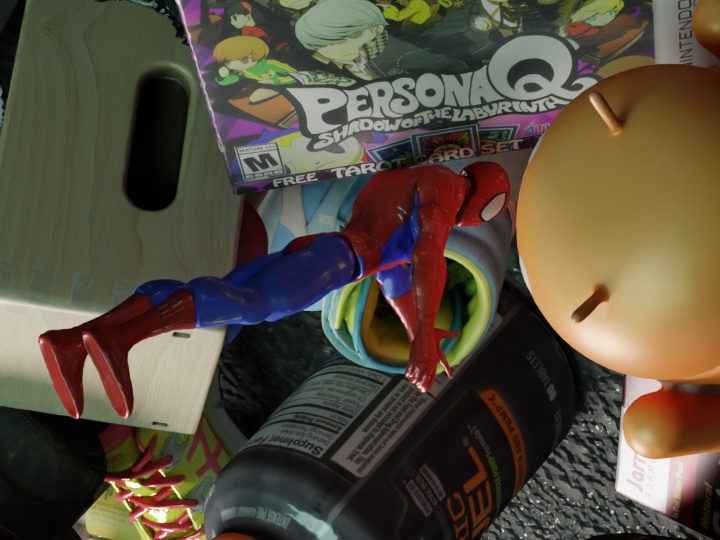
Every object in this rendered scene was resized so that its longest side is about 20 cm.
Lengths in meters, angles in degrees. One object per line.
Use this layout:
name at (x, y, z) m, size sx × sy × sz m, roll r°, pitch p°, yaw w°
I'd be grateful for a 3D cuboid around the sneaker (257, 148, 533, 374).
sneaker at (0.000, 0.000, 1.236) m, size 0.079 × 0.131 × 0.200 m, roll 26°, pitch 146°, yaw -17°

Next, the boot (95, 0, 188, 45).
boot at (-0.087, -0.193, 1.123) m, size 0.200 × 0.076 × 0.168 m, roll 34°, pitch 102°, yaw 6°

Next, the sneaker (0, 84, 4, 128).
sneaker at (-0.198, -0.051, 1.244) m, size 0.200 × 0.078 × 0.066 m, roll 108°, pitch 141°, yaw -66°

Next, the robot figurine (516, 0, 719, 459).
robot figurine at (0.134, -0.016, 1.065) m, size 0.144 × 0.200 × 0.117 m, roll -48°, pitch 61°, yaw 23°

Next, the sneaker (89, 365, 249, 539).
sneaker at (-0.102, 0.089, 1.407) m, size 0.078 × 0.090 × 0.200 m, roll -19°, pitch 92°, yaw 33°

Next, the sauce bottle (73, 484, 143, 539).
sauce bottle at (-0.061, 0.134, 1.482) m, size 0.200 × 0.065 × 0.065 m, roll 12°, pitch 132°, yaw 35°

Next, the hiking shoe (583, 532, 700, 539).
hiking shoe at (0.127, 0.151, 1.245) m, size 0.087 × 0.075 × 0.200 m, roll 13°, pitch 173°, yaw 37°

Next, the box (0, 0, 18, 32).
box at (-0.249, -0.107, 1.286) m, size 0.106 × 0.200 × 0.152 m, roll 38°, pitch 122°, yaw 8°

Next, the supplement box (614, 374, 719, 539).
supplement box at (0.205, 0.080, 1.190) m, size 0.200 × 0.061 × 0.109 m, roll 25°, pitch 139°, yaw 25°

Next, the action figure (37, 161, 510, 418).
action figure at (-0.013, 0.024, 1.096) m, size 0.065 × 0.200 × 0.099 m, roll -1°, pitch 114°, yaw 59°

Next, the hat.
hat at (-0.175, 0.074, 1.327) m, size 0.200 × 0.081 × 0.201 m, roll 35°, pitch -173°, yaw -5°

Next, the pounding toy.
pounding toy at (-0.078, -0.053, 1.230) m, size 0.142 × 0.200 × 0.184 m, roll 9°, pitch 161°, yaw -5°

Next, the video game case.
video game case at (0.035, -0.100, 1.065) m, size 0.200 × 0.036 × 0.181 m, roll -9°, pitch 150°, yaw 2°

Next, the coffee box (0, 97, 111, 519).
coffee box at (-0.180, 0.027, 1.449) m, size 0.080 × 0.114 × 0.200 m, roll 14°, pitch 133°, yaw 33°

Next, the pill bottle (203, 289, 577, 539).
pill bottle at (0.002, 0.096, 1.276) m, size 0.106 × 0.200 × 0.106 m, roll 25°, pitch 139°, yaw 24°
